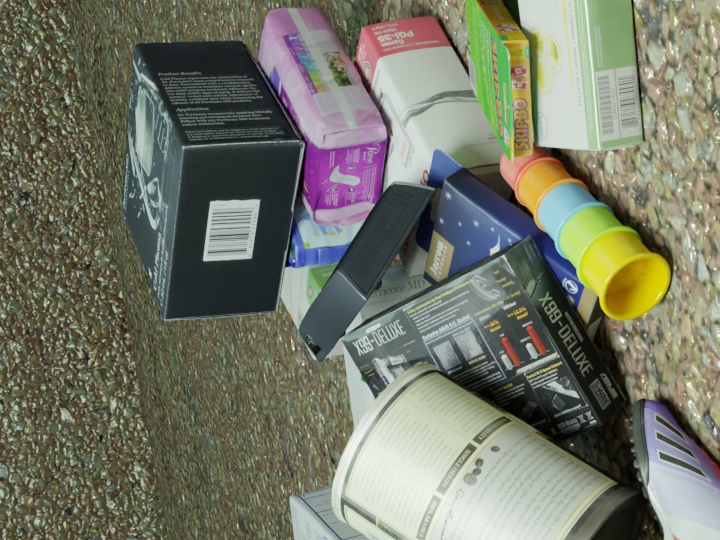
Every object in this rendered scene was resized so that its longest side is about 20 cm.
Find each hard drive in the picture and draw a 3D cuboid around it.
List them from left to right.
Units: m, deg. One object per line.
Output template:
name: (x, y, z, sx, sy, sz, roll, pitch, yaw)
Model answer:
hard drive: (0.000, 0.000, 1.333, 0.042, 0.135, 0.200, 33, 158, -1)

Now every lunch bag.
lunch bag: (-0.021, -0.069, 1.535, 0.200, 0.169, 0.128, -128, 35, -53)

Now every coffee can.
coffee can: (0.098, 0.183, 1.156, 0.199, 0.146, 0.147, 31, 135, 27)

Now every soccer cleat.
soccer cleat: (0.247, 0.170, 1.089, 0.201, 0.073, 0.068, -98, -19, -46)

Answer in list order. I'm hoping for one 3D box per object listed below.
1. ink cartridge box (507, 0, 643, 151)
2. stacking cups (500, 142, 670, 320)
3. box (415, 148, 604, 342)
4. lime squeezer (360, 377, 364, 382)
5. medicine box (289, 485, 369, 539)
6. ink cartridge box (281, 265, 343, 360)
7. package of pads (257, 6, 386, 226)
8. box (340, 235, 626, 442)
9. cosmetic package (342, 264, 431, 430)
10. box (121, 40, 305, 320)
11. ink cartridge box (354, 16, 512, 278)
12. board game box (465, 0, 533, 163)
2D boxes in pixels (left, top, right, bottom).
ink cartridge box: (0.150, -0.173, 1.191, 0.200, 0.048, 0.147, -164, 65, -66)
stacking cups: (0.173, -0.043, 1.185, 0.200, 0.060, 0.061, -120, 27, -50)
box: (0.118, -0.003, 1.270, 0.200, 0.032, 0.122, 39, 142, 26)
lime squeezer: (0.066, 0.145, 1.437, 0.200, 0.070, 0.038, -130, 23, -59)
medicine box: (0.047, 0.283, 1.510, 0.200, 0.181, 0.104, -150, 52, -66)
ink cartridge box: (-0.059, -0.002, 1.830, 0.200, 0.067, 0.118, -121, 27, -43)
package of pads: (-0.042, -0.150, 1.448, 0.121, 0.075, 0.201, 96, 156, -45)
box: (0.098, 0.082, 1.249, 0.199, 0.050, 0.158, -29, 92, 41)
cosmetic package: (0.041, 0.100, 1.558, 0.074, 0.101, 0.202, -164, 64, -68)
box: (-0.151, -0.091, 1.469, 0.197, 0.123, 0.201, -118, 32, -49)
ink cartridge box: (0.060, -0.117, 1.414, 0.147, 0.082, 0.201, 104, 149, -49)
board game box: (0.114, -0.167, 1.236, 0.200, 0.030, 0.096, -97, 1, -64)
